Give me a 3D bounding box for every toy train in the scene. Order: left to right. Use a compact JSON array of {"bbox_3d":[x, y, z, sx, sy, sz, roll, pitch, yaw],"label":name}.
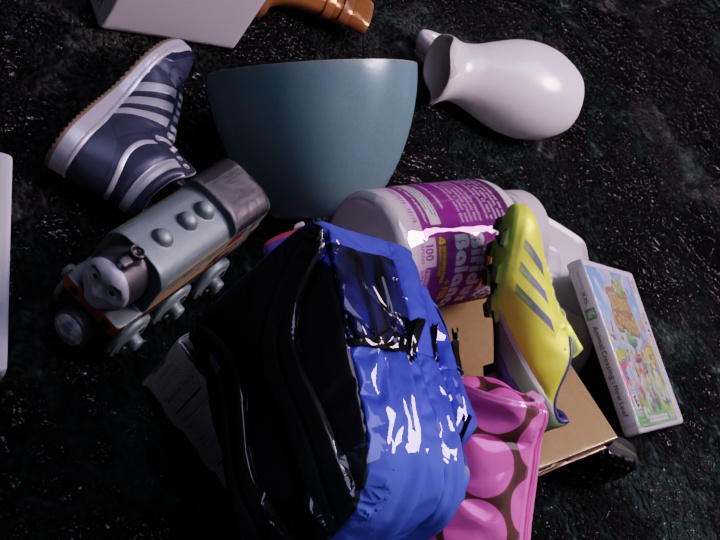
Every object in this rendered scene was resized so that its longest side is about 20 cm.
[{"bbox_3d":[-0.155,-0.013,0.799,0.085,0.114,0.200,46,39,3],"label":"toy train"}]

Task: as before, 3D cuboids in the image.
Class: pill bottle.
[{"bbox_3d":[0.078,-0.025,0.926,0.198,0.112,0.113,-10,63,-37],"label":"pill bottle"}]

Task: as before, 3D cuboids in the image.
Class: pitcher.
[{"bbox_3d":[0.172,-0.250,1.301,0.198,0.122,0.172,10,34,-20],"label":"pitcher"}]

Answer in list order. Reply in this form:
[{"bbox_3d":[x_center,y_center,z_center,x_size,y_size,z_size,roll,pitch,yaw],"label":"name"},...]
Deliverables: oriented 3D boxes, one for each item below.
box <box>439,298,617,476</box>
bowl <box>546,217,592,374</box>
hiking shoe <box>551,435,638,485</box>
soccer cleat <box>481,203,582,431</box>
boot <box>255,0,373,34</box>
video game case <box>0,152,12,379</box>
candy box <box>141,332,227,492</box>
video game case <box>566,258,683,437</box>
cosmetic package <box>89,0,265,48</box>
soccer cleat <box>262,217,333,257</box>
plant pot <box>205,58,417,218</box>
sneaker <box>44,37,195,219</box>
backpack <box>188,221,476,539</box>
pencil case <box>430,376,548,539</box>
[{"bbox_3d":[0.119,0.099,0.936,0.162,0.021,0.201,-15,57,-25],"label":"box"},{"bbox_3d":[0.178,0.005,1.107,0.198,0.075,0.201,28,44,-18],"label":"bowl"},{"bbox_3d":[0.192,0.139,1.000,0.199,0.076,0.101,26,46,-21],"label":"hiking shoe"},{"bbox_3d":[0.147,0.042,0.865,0.083,0.203,0.065,-1,13,2],"label":"soccer cleat"},{"bbox_3d":[-0.061,-0.318,1.190,0.155,0.077,0.201,35,33,-18],"label":"boot"},{"bbox_3d":[-0.341,-0.024,0.721,0.180,0.023,0.202,14,49,-33],"label":"video game case"},{"bbox_3d":[-0.047,0.114,0.818,0.200,0.072,0.167,50,40,5],"label":"candy box"},{"bbox_3d":[0.289,0.083,1.097,0.199,0.022,0.184,9,62,-60],"label":"video game case"},{"bbox_3d":[-0.172,-0.358,1.015,0.165,0.200,0.169,-2,57,-42],"label":"cosmetic package"},{"bbox_3d":[0.000,0.000,0.967,0.198,0.067,0.077,5,67,-37],"label":"soccer cleat"},{"bbox_3d":[-0.041,-0.120,0.959,0.199,0.199,0.137,-11,100,-45],"label":"plant pot"},{"bbox_3d":[-0.179,-0.122,0.906,0.108,0.070,0.201,36,47,-3],"label":"sneaker"},{"bbox_3d":[-0.004,0.094,0.691,0.166,0.162,0.202,13,50,-35],"label":"backpack"},{"bbox_3d":[0.098,0.186,0.803,0.090,0.093,0.203,16,79,-56],"label":"pencil case"}]
